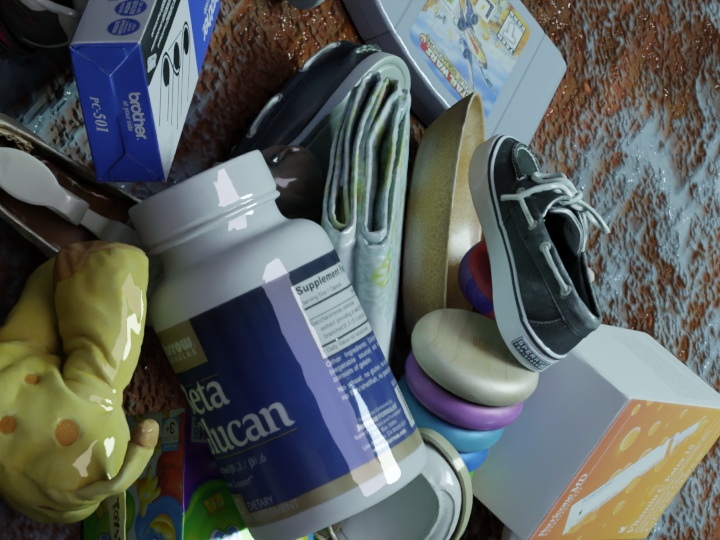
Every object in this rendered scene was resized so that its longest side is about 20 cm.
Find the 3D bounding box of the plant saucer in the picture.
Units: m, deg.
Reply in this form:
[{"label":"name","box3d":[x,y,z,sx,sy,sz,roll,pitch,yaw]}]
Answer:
[{"label":"plant saucer","box3d":[0.057,-0.024,1.269,0.200,0.035,0.202,5,90,-81]}]

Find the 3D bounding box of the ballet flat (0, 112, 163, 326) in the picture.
[{"label":"ballet flat","box3d":[-0.158,-0.024,1.062,0.199,0.062,0.068,31,84,-12]}]

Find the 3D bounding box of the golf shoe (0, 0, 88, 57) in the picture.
[{"label":"golf shoe","box3d":[-0.211,-0.222,1.065,0.077,0.088,0.201,-36,106,-24]}]

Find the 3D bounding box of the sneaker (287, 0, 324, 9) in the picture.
[{"label":"sneaker","box3d":[-0.045,-0.288,1.252,0.088,0.074,0.201,23,66,-41]}]

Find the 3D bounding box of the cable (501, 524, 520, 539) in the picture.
[{"label":"cable","box3d":[0.099,0.291,1.274,0.200,0.069,0.201,-48,118,-43]}]

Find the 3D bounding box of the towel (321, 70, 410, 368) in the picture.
[{"label":"towel","box3d":[0.000,0.000,1.157,0.172,0.048,0.201,-80,173,-49]}]

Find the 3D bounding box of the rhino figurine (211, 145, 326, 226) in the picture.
[{"label":"rhino figurine","box3d":[-0.059,0.011,1.160,0.087,0.060,0.201,-18,123,-31]}]

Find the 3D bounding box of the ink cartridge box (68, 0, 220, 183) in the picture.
[{"label":"ink cartridge box","box3d":[-0.124,-0.148,1.092,0.201,0.044,0.094,-82,169,-51]}]

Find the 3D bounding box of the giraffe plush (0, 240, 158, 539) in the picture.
[{"label":"giraffe plush","box3d":[-0.208,0.073,0.972,0.161,0.173,0.201,9,43,-23]}]

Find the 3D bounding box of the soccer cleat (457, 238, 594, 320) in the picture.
[{"label":"soccer cleat","box3d":[0.104,0.013,1.294,0.067,0.076,0.200,61,23,7]}]

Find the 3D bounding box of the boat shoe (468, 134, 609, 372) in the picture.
[{"label":"boat shoe","box3d":[0.118,-0.027,1.190,0.074,0.068,0.200,40,30,-28]}]

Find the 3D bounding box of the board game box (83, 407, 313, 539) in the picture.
[{"label":"board game box","box3d":[-0.096,0.190,1.089,0.104,0.103,0.201,10,75,-42]}]

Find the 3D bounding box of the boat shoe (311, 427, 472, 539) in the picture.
[{"label":"boat shoe","box3d":[0.001,0.166,1.125,0.068,0.200,0.075,-31,76,-38]}]

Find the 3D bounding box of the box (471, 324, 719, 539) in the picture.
[{"label":"box","box3d":[0.161,0.113,1.287,0.125,0.097,0.200,-56,150,14]}]

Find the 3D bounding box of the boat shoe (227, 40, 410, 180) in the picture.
[{"label":"boat shoe","box3d":[-0.050,-0.073,1.213,0.200,0.060,0.076,-44,137,-21]}]

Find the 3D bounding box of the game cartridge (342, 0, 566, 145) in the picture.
[{"label":"game cartridge","box3d":[0.071,-0.172,1.370,0.200,0.041,0.134,47,49,-27]}]

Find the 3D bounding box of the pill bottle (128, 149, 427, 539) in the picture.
[{"label":"pill bottle","box3d":[-0.051,0.040,1.021,0.111,0.111,0.201,-27,92,-43]}]

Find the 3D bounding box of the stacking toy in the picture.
[{"label":"stacking toy","box3d":[0.041,0.127,1.193,0.085,0.085,0.201,-8,131,-44]}]
